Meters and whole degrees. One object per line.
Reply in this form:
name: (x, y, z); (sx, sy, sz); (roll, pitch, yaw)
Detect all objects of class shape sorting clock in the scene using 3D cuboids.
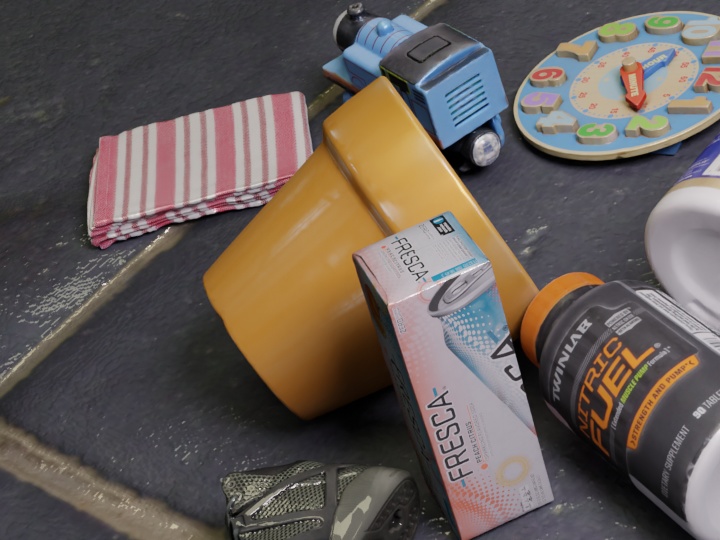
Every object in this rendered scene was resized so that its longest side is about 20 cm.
shape sorting clock: (0.220, -0.154, 1.353); (0.200, 0.039, 0.200); (-12, 37, 9)

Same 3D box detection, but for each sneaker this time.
sneaker: (-0.057, 0.188, 1.021); (0.114, 0.076, 0.199); (7, 41, 34)

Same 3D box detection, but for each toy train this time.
toy train: (0.043, -0.152, 1.367); (0.087, 0.114, 0.200); (-32, 39, -16)

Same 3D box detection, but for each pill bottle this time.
pill bottle: (0.281, -0.058, 1.064); (0.120, 0.120, 0.200); (18, 51, 39)
pill bottle: (0.180, 0.074, 1.029); (0.106, 0.106, 0.200); (-31, 38, -14)

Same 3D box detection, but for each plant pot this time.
plant pot: (0.000, 0.000, 1.150); (0.183, 0.200, 0.200); (-35, 37, 4)

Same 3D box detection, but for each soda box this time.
soda box: (0.058, 0.068, 1.012); (0.068, 0.200, 0.064); (-24, 37, -8)

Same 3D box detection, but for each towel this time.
towel: (-0.137, -0.090, 1.448); (0.200, 0.030, 0.146); (-13, 37, 5)
